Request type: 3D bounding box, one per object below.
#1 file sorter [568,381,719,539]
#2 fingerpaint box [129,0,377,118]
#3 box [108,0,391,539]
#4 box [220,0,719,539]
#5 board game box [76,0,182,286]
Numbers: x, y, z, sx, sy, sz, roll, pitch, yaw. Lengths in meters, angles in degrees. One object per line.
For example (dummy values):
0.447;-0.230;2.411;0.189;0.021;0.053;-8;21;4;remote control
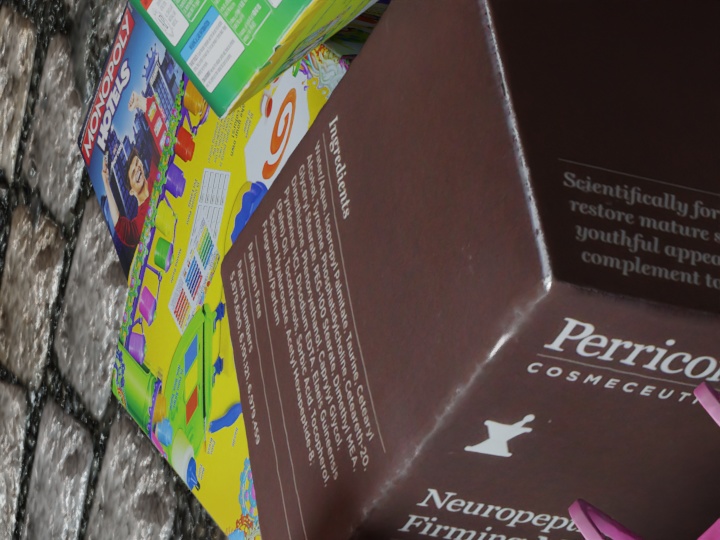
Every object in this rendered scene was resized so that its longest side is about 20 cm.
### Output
0.077;0.149;0.782;0.200;0.125;0.139;-44;59;7;file sorter
0.008;-0.149;1.014;0.073;0.167;0.200;52;165;-1;fingerpaint box
0.000;0.000;1.181;0.193;0.121;0.201;44;122;59;box
0.071;0.014;0.969;0.200;0.165;0.165;-55;34;42;box
-0.076;-0.110;1.430;0.201;0.061;0.200;-66;30;33;board game box
